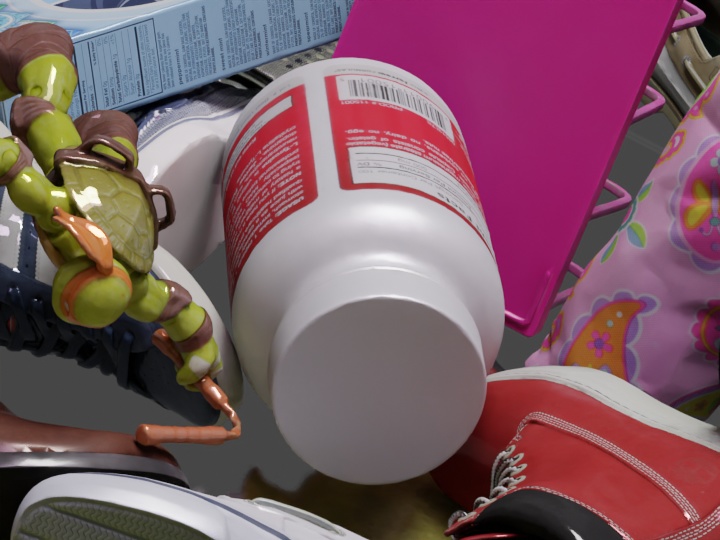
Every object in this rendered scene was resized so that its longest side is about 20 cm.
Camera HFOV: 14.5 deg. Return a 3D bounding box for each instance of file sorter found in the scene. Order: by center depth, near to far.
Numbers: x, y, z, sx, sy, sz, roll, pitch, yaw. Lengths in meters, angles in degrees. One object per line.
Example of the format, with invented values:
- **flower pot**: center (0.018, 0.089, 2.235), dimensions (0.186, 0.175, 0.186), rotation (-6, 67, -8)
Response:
- **file sorter**: center (0.077, -0.098, 1.319), dimensions (0.138, 0.201, 0.125), rotation (27, 17, 16)

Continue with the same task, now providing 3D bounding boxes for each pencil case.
- **pencil case**: center (0.154, -0.012, 1.231), dimensions (0.087, 0.201, 0.088), rotation (28, 16, -9)

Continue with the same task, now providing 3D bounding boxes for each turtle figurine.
- **turtle figurine**: center (-0.113, -0.030, 1.082), dimensions (0.200, 0.064, 0.162), rotation (37, 21, -33)

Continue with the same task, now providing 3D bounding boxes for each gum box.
- **gum box**: center (-0.126, -0.119, 1.324), dimensions (0.199, 0.045, 0.169), rotation (-21, 26, -33)

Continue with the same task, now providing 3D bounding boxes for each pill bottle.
- **pill bottle**: center (0.000, 0.000, 1.173), dimensions (0.111, 0.113, 0.200), rotation (12, 26, -11)

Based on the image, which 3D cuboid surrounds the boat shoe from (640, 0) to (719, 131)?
- **boat shoe**: center (0.211, -0.093, 1.525), dimensions (0.074, 0.069, 0.200), rotation (-9, 40, -38)

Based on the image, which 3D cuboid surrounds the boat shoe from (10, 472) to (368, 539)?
- **boat shoe**: center (-0.036, 0.123, 1.057), dimensions (0.199, 0.074, 0.067), rotation (26, 23, -10)

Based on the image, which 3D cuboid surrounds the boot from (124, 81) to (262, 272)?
- **boot**: center (-0.099, -0.051, 1.290), dimensions (0.090, 0.073, 0.200), rotation (20, 15, 14)

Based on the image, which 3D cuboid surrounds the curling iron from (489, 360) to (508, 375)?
- **curling iron**: center (0.063, 0.066, 1.232), dimensions (0.049, 0.026, 0.200), rotation (-3, 36, -37)

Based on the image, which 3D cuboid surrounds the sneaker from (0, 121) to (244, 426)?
- **sneaker**: center (-0.139, 0.012, 1.180), dimensions (0.200, 0.075, 0.084), rotation (36, 53, 23)

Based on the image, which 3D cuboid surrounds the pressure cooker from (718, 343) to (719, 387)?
- **pressure cooker**: center (0.259, 0.034, 1.074), dimensions (0.199, 0.180, 0.175), rotation (29, 10, 32)

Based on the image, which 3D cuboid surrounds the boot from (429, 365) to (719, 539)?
- **boot**: center (0.058, 0.090, 1.099), dimensions (0.144, 0.073, 0.199), rotation (-12, 15, -36)

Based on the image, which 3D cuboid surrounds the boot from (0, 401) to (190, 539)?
- **boot**: center (-0.167, 0.023, 1.112), dimensions (0.187, 0.069, 0.201), rotation (-2, 48, -9)

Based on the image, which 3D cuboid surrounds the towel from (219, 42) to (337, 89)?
- **towel**: center (-0.032, -0.131, 1.503), dimensions (0.192, 0.035, 0.200), rotation (31, 30, 14)
